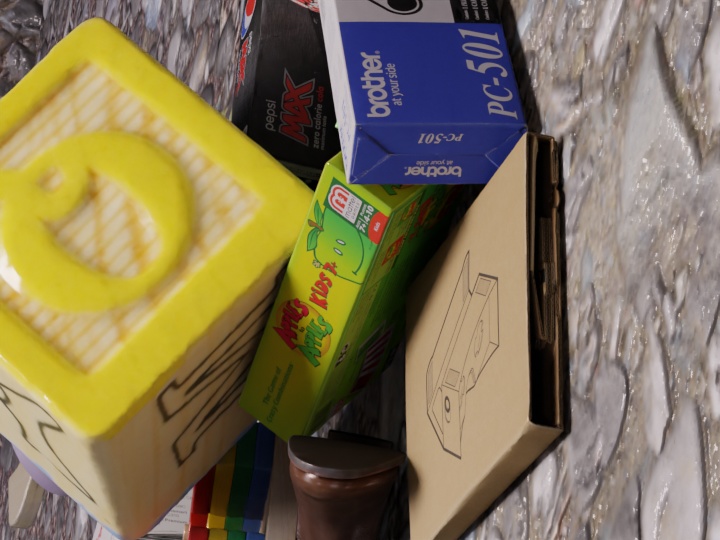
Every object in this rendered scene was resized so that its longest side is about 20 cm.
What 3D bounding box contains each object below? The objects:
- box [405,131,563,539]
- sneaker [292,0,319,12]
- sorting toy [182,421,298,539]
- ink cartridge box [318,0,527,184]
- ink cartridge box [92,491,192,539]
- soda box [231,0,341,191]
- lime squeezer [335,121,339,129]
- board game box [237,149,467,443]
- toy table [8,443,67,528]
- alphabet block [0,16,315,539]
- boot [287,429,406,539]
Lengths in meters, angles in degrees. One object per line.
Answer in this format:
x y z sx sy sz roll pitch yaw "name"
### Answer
0.063 0.045 1.358 0.200 0.021 0.164 125 149 -60 "box"
-0.024 -0.264 1.637 0.067 0.107 0.202 146 138 -67 "sneaker"
-0.082 0.196 1.642 0.199 0.069 0.201 102 174 -57 "sorting toy"
0.030 -0.126 1.419 0.201 0.093 0.044 -98 12 -48 "ink cartridge box"
-0.154 0.255 1.948 0.201 0.084 0.146 -98 22 -48 "ink cartridge box"
-0.041 -0.129 1.648 0.063 0.070 0.201 119 159 -53 "soda box"
0.003 -0.050 1.528 0.038 0.071 0.200 39 154 23 "lime squeezer"
0.000 0.000 1.464 0.102 0.048 0.200 -40 -20 -43 "board game box"
-0.296 0.134 2.420 0.117 0.183 0.201 -38 35 46 "toy table"
-0.146 0.010 1.521 0.196 0.195 0.200 -47 -15 -16 "alphabet block"
-0.020 0.195 1.466 0.186 0.064 0.201 13 -93 -81 "boot"
